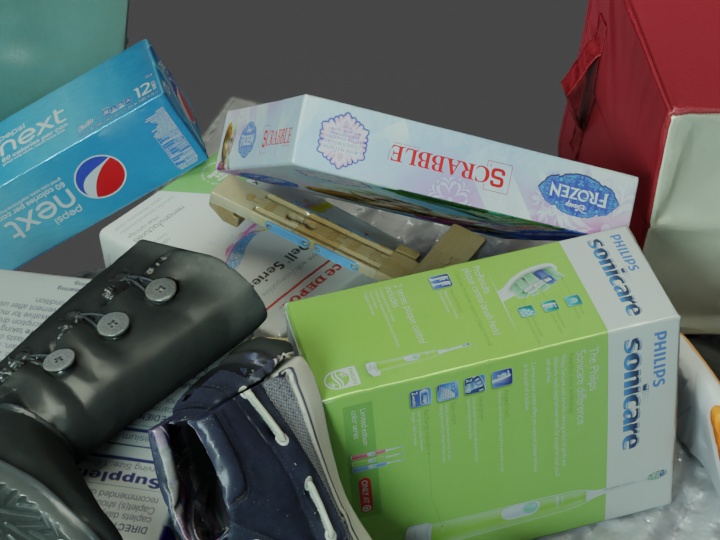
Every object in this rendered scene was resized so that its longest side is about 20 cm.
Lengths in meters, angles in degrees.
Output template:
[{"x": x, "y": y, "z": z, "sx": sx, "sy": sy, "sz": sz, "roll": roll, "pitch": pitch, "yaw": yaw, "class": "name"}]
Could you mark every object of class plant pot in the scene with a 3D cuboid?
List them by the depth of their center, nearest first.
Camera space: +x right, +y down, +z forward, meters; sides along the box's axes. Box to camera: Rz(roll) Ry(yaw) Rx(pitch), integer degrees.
[{"x": -0.238, "y": -0.159, "z": 1.403, "sx": 0.160, "sy": 0.201, "sz": 0.201, "roll": 5, "pitch": 40, "yaw": -6, "class": "plant pot"}]

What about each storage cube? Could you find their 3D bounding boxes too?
[{"x": 0.231, "y": -0.080, "z": 1.260, "sx": 0.199, "sy": 0.172, "sz": 0.180, "roll": 0, "pitch": 40, "yaw": -10, "class": "storage cube"}]

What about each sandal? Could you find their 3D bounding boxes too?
[{"x": 0.222, "y": 0.095, "z": 1.147, "sx": 0.059, "sy": 0.079, "sz": 0.207, "roll": -15, "pitch": 40, "yaw": -7, "class": "sandal"}]

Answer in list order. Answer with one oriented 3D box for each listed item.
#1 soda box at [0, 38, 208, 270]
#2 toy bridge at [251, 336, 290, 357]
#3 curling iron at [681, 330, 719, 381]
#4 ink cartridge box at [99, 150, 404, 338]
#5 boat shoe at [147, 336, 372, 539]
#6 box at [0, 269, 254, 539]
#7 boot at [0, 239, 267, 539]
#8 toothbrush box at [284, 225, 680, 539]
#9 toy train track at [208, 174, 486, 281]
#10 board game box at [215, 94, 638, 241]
[{"x": -0.202, "y": -0.063, "z": 1.327, "sx": 0.199, "sy": 0.064, "sz": 0.068, "roll": -29, "pitch": 41, "yaw": 6, "class": "soda box"}, {"x": -0.058, "y": 0.130, "z": 1.139, "sx": 0.027, "sy": 0.067, "sz": 0.201, "roll": 2, "pitch": 49, "yaw": 9, "class": "toy bridge"}, {"x": 0.238, "y": 0.064, "z": 1.224, "sx": 0.199, "sy": 0.026, "sz": 0.049, "roll": 21, "pitch": 26, "yaw": 33, "class": "curling iron"}, {"x": -0.050, "y": 0.011, "z": 1.276, "sx": 0.200, "sy": 0.068, "sz": 0.117, "roll": 28, "pitch": 50, "yaw": 32, "class": "ink cartridge box"}, {"x": -0.045, "y": 0.142, "z": 1.031, "sx": 0.074, "sy": 0.201, "sz": 0.093, "roll": -16, "pitch": 10, "yaw": 36, "class": "boat shoe"}, {"x": -0.166, "y": 0.105, "z": 1.151, "sx": 0.183, "sy": 0.105, "sz": 0.200, "roll": 6, "pitch": 41, "yaw": 11, "class": "box"}, {"x": -0.120, "y": 0.072, "z": 1.066, "sx": 0.164, "sy": 0.066, "sz": 0.200, "roll": 30, "pitch": 46, "yaw": 29, "class": "boot"}, {"x": 0.067, "y": 0.075, "z": 1.134, "sx": 0.199, "sy": 0.146, "sz": 0.086, "roll": -13, "pitch": 41, "yaw": -8, "class": "toothbrush box"}, {"x": 0.000, "y": 0.000, "z": 1.213, "sx": 0.199, "sy": 0.033, "sz": 0.115, "roll": 26, "pitch": 42, "yaw": 17, "class": "toy train track"}, {"x": 0.032, "y": -0.057, "z": 1.209, "sx": 0.198, "sy": 0.041, "sz": 0.200, "roll": 13, "pitch": -2, "yaw": -15, "class": "board game box"}]
